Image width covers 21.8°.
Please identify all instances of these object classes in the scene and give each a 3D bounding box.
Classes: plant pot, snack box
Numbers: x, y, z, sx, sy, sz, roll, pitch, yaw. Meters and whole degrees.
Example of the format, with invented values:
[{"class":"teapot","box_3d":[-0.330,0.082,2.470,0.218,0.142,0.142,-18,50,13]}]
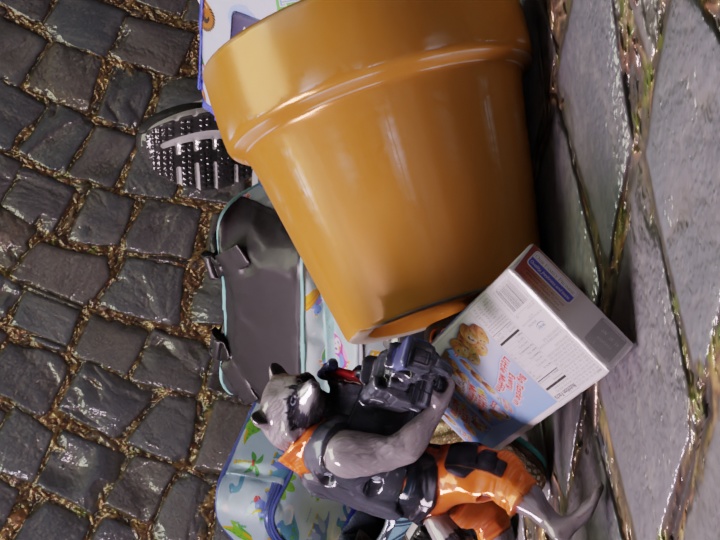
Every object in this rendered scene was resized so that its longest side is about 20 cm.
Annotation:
[{"class":"plant pot","box_3d":[0.025,-0.061,1.127,0.200,0.198,0.185,123,130,-78]},{"class":"snack box","box_3d":[0.078,0.049,1.006,0.072,0.024,0.200,44,156,2]}]

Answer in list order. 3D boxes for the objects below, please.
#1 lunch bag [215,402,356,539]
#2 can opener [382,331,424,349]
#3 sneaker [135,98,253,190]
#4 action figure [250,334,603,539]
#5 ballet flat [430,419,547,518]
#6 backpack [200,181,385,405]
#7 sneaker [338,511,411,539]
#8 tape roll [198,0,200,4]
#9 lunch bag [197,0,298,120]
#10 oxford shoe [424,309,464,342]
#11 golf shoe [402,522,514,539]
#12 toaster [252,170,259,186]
[{"class":"lunch bag","box_3d":[-0.046,0.179,1.728,0.201,0.082,0.161,-66,-33,-28]},{"class":"can opener","box_3d":[0.063,-0.006,1.243,0.063,0.078,0.202,164,116,-77]},{"class":"sneaker","box_3d":[-0.102,-0.122,1.581,0.080,0.198,0.074,46,136,45]},{"class":"action figure","box_3d":[0.029,0.105,1.004,0.105,0.192,0.200,-63,-6,-13]},{"class":"ballet flat","box_3d":[0.039,0.117,1.177,0.065,0.071,0.200,-50,24,-14]},{"class":"backpack","box_3d":[0.000,0.000,1.341,0.200,0.152,0.177,-43,-40,-46]},{"class":"sneaker","box_3d":[0.029,0.212,1.425,0.079,0.094,0.202,-106,17,-67]},{"class":"tape roll","box_3d":[-0.050,-0.291,1.587,0.140,0.200,0.204,-101,12,-58]},{"class":"lunch bag","box_3d":[-0.014,-0.180,1.305,0.124,0.198,0.171,-99,11,-48]},{"class":"oxford shoe","box_3d":[0.076,0.052,1.102,0.200,0.072,0.072,111,158,-72]},{"class":"golf shoe","box_3d":[0.057,0.186,1.277,0.201,0.077,0.095,99,168,-49]},{"class":"toaster","box_3d":[-0.013,-0.044,1.513,0.114,0.128,0.202,133,140,-51]}]
